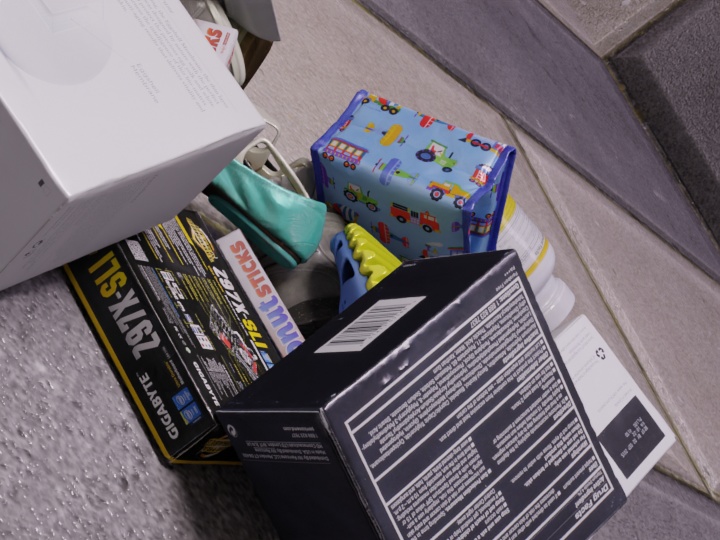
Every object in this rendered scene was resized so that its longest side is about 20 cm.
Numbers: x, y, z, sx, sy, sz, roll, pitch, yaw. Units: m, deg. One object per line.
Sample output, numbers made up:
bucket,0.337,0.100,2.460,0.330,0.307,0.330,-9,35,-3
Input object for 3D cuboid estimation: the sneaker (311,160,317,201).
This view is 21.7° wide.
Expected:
sneaker,0.012,-0.046,1.758,0.200,0.077,0.079,37,22,-45

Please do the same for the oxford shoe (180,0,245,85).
oxford shoe,-0.161,-0.224,1.498,0.201,0.058,0.075,57,-26,-15

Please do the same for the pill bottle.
pill bottle,0.132,-0.020,1.956,0.200,0.112,0.112,49,18,-15

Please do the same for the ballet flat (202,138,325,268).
ballet flat,-0.109,-0.084,1.461,0.200,0.071,0.067,37,-14,-15

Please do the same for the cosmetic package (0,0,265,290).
cosmetic package,-0.202,-0.117,1.179,0.200,0.123,0.200,55,38,7

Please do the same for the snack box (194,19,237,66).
snack box,-0.145,-0.129,1.390,0.071,0.024,0.201,15,37,-2

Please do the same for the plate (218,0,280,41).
plate,-0.142,-0.287,1.487,0.200,0.032,0.200,50,-10,20

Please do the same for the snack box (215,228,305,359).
snack box,-0.052,0.062,1.405,0.201,0.024,0.072,58,-9,33

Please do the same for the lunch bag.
lunch bag,0.041,-0.032,1.615,0.150,0.201,0.094,23,48,19

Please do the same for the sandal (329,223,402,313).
sandal,0.005,0.040,1.426,0.079,0.087,0.200,39,18,-32

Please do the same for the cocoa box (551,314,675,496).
cocoa box,0.125,0.153,1.467,0.134,0.131,0.200,53,45,-1

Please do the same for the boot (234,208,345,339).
boot,0.000,0.000,1.550,0.199,0.068,0.131,0,51,-32

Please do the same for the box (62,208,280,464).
box,-0.123,0.039,1.299,0.201,0.049,0.160,59,16,18

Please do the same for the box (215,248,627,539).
box,0.043,0.123,1.232,0.200,0.123,0.199,-37,108,-35

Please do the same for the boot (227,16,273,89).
boot,-0.156,-0.219,1.648,0.154,0.072,0.200,32,-7,-2

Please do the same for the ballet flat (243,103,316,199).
ballet flat,-0.084,-0.086,1.602,0.200,0.068,0.068,50,17,-13
